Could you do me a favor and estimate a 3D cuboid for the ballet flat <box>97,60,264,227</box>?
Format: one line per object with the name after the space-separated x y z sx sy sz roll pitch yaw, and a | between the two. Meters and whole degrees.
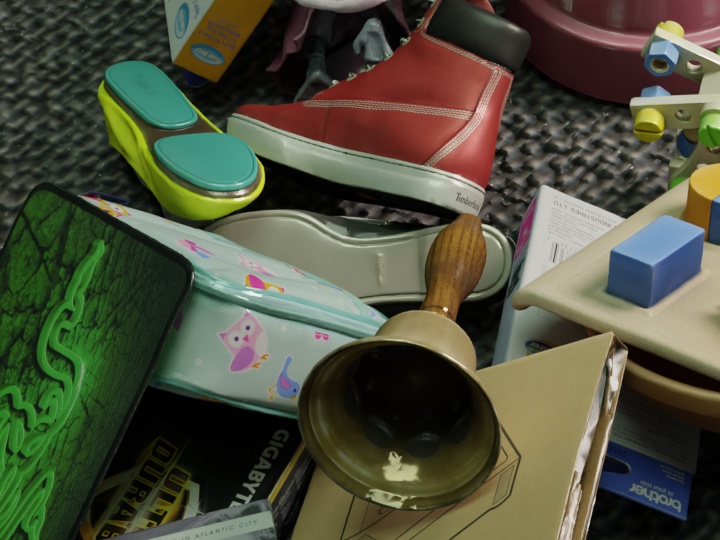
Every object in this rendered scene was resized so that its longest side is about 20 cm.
-0.112 -0.066 1.387 0.067 0.067 0.200 -9 31 -25 | ballet flat

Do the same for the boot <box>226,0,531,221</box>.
0.012 -0.116 1.371 0.199 0.072 0.145 13 82 39 | boot

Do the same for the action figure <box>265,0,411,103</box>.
-0.011 -0.209 1.479 0.133 0.149 0.201 0 60 16 | action figure

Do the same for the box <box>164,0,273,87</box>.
-0.076 -0.218 1.466 0.041 0.200 0.119 26 29 -26 | box

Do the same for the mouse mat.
-0.172 0.062 1.172 0.161 0.008 0.201 26 92 45 | mouse mat

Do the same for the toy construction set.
0.259 -0.071 1.310 0.199 0.131 0.092 19 52 24 | toy construction set

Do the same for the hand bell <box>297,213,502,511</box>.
0.042 0.027 1.175 0.104 0.105 0.200 5 32 12 | hand bell

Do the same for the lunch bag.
-0.085 0.020 1.231 0.160 0.077 0.200 13 8 -43 | lunch bag

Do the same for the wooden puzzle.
0.209 -0.004 1.182 0.199 0.046 0.185 18 33 35 | wooden puzzle

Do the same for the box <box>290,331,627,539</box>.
0.040 0.121 1.144 0.200 0.021 0.164 -19 41 41 | box

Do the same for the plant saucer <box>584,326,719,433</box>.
0.220 0.036 1.194 0.199 0.038 0.200 -2 26 1 | plant saucer

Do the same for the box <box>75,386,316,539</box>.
-0.132 0.143 1.213 0.159 0.049 0.200 15 50 23 | box

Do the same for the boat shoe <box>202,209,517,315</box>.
0.000 0.000 1.339 0.199 0.057 0.067 1 82 14 | boat shoe

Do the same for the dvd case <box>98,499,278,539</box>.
-0.099 0.212 1.100 0.148 0.016 0.200 -13 48 -2 | dvd case

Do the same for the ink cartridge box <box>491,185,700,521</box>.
0.135 0.051 1.245 0.119 0.042 0.200 21 45 -7 | ink cartridge box

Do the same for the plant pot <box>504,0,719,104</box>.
0.192 -0.238 1.446 0.199 0.179 0.201 -3 46 3 | plant pot
